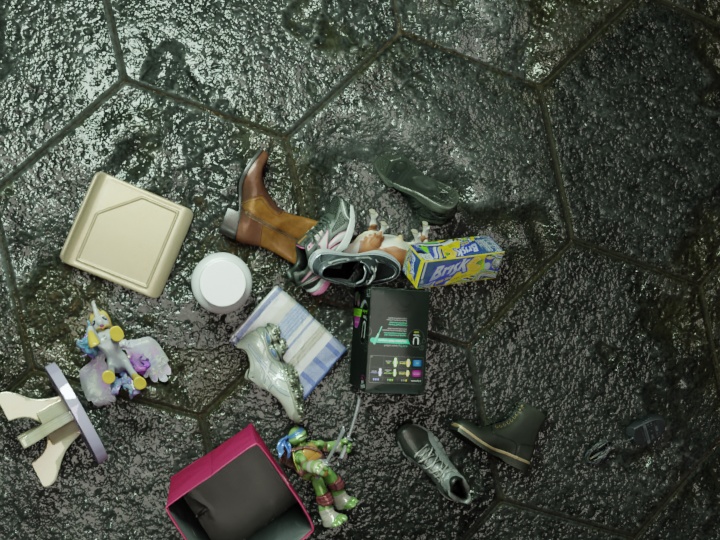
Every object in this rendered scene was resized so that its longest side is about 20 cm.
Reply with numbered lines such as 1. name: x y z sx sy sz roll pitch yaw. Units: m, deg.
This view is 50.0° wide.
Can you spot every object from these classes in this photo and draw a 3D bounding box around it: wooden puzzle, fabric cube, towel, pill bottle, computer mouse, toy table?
1. wooden puzzle: -0.445 -0.067 1.478 0.199 0.037 0.186 23 84 -15
2. fabric cube: -0.225 0.433 1.433 0.199 0.199 0.197 -34 95 -10
3. towel: -0.144 0.146 1.541 0.200 0.024 0.147 42 82 -9
4. pill bottle: -0.257 0.023 1.429 0.110 0.200 0.112 0 89 -12
5. computer mouse: 0.577 0.367 1.689 0.199 0.034 0.059 -22 110 -6
6. toy table: -0.555 0.281 1.386 0.117 0.184 0.201 -29 83 -26

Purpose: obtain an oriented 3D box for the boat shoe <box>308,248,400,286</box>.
1. boat shoe: 0.000 0.000 1.476 0.199 0.068 0.072 8 110 -32

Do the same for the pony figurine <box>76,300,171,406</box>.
1. pony figurine: -0.445 0.160 1.413 0.166 0.200 0.194 -26 110 -17

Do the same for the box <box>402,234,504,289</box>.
1. box: 0.187 -0.018 1.552 0.198 0.064 0.071 -7 128 -28

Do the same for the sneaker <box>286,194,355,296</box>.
1. sneaker: -0.079 -0.053 1.492 0.086 0.080 0.202 21 88 -36

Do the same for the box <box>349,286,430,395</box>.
1. box: 0.055 0.135 1.518 0.123 0.148 0.202 3 89 -13

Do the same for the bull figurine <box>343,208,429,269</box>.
1. bull figurine: 0.048 -0.051 1.551 0.198 0.065 0.122 8 127 -19

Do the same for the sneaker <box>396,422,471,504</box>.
1. sneaker: 0.159 0.392 1.554 0.075 0.115 0.200 -44 98 -9

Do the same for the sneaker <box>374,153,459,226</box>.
1. sneaker: 0.110 -0.155 1.574 0.199 0.115 0.076 32 65 18

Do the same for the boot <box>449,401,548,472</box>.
1. boot: 0.291 0.318 1.611 0.199 0.077 0.139 31 79 -23

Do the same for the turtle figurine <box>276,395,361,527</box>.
1. turtle figurine: -0.049 0.381 1.499 0.199 0.144 0.195 -22 98 -7

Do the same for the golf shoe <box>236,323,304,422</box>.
1. golf shoe: -0.172 0.208 1.497 0.097 0.078 0.202 -22 88 5

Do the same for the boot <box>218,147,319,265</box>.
1. boot: -0.154 -0.120 1.520 0.199 0.068 0.190 22 85 -11
